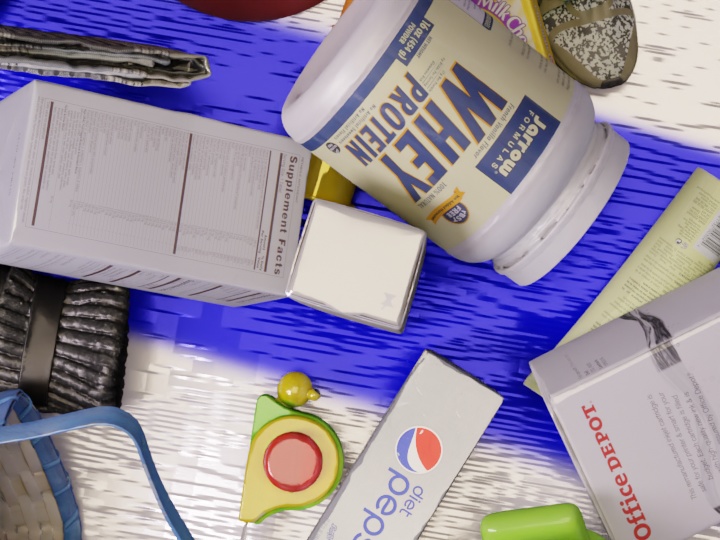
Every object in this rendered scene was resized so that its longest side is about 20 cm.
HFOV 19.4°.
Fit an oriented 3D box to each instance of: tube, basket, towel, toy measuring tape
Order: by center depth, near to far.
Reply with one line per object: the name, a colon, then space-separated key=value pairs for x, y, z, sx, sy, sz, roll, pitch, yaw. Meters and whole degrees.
towel: x=-0.214 y=-0.144 z=1.411 sx=0.192 sy=0.200 sz=0.035 roll=6 pitch=96 yaw=-19
basket: x=-0.221 y=0.171 z=1.439 sx=0.200 sy=0.139 sz=0.176 roll=-12 pitch=128 yaw=11
toy measuring tape: x=-0.051 y=0.172 z=1.491 sx=0.073 sy=0.074 sz=0.200 roll=9 pitch=89 yaw=1
tube: x=0.203 y=0.020 z=1.501 sx=0.058 sy=0.052 sz=0.200 roll=37 pitch=95 yaw=34

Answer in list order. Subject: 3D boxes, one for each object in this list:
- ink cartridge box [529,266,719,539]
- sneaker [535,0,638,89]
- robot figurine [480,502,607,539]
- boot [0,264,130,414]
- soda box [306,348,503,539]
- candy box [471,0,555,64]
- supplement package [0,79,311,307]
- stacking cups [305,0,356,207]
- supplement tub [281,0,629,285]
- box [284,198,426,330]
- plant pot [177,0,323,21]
ink cartridge box: x=0.236 y=0.091 z=1.460 sx=0.200 sy=0.084 sz=0.146 roll=-25 pitch=109 yaw=1
sneaker: x=0.150 y=-0.226 z=1.482 sx=0.077 sy=0.089 sz=0.200 roll=-15 pitch=89 yaw=0
robot figurine: x=0.134 y=0.255 z=1.434 sx=0.116 sy=0.176 sz=0.200 roll=-11 pitch=122 yaw=10
boot: x=-0.240 y=0.002 z=1.489 sx=0.158 sy=0.079 sz=0.211 roll=0 pitch=96 yaw=5
soda box: x=0.022 y=0.156 z=1.491 sx=0.068 sy=0.063 sz=0.200 roll=31 pitch=89 yaw=2
candy box: x=0.090 y=-0.132 z=1.501 sx=0.102 sy=0.026 sz=0.200 roll=-17 pitch=89 yaw=16
supplement package: x=-0.149 y=-0.047 z=1.432 sx=0.200 sy=0.110 sz=0.114 roll=12 pitch=80 yaw=-23
stacking cups: x=0.001 y=-0.144 z=1.485 sx=0.060 sy=0.061 sz=0.200 roll=21 pitch=97 yaw=1
supplement tub: x=0.064 y=-0.096 z=1.401 sx=0.200 sy=0.145 sz=0.145 roll=36 pitch=90 yaw=-10
box: x=0.000 y=0.000 z=1.425 sx=0.082 sy=0.200 sz=0.068 roll=17 pitch=88 yaw=1
plant pot: x=-0.082 y=-0.280 z=1.443 sx=0.200 sy=0.177 sz=0.201 roll=0 pitch=89 yaw=0
